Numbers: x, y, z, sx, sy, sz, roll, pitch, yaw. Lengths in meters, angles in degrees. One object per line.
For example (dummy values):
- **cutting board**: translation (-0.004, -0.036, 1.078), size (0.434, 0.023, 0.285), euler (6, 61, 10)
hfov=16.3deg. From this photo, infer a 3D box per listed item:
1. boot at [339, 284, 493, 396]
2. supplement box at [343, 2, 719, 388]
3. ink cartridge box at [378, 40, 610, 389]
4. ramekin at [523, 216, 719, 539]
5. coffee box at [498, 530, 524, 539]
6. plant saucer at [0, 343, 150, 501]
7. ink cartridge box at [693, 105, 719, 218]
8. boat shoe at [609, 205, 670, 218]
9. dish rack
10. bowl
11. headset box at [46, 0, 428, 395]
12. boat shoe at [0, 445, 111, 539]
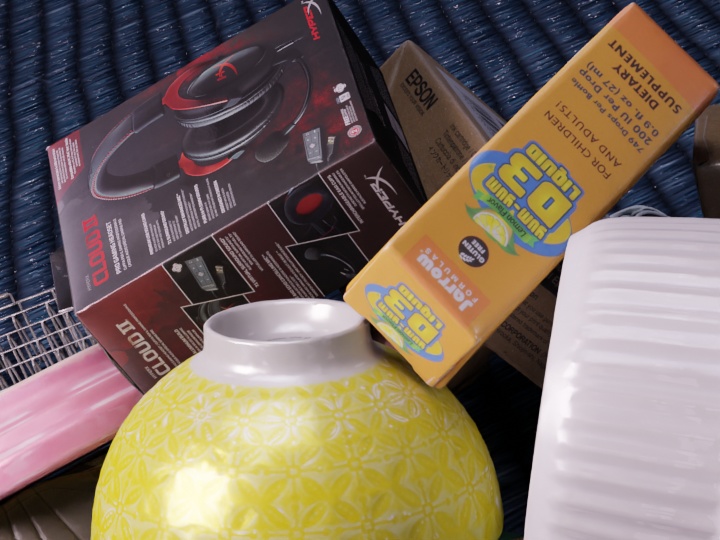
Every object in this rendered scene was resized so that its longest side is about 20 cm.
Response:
- **boot**: translation (0.000, 0.000, 1.370), size (0.072, 0.167, 0.200), euler (-40, -7, 5)
- **supplement box**: translation (0.083, -0.037, 1.190), size (0.200, 0.067, 0.069), euler (-45, -1, -27)
- **ink cartridge box**: translation (0.084, -0.016, 1.353), size (0.075, 0.164, 0.200), euler (-47, 35, 11)
- **ramekin**: translation (0.133, 0.069, 1.116), size (0.104, 0.201, 0.200), euler (8, 26, 6)
- **coffee box**: translation (-0.013, 0.146, 1.221), size (0.122, 0.044, 0.199), euler (-14, 19, -40)
- **plant saucer**: translation (-0.183, 0.091, 1.361), size (0.200, 0.051, 0.201), euler (-28, -1, 0)
- **ink cartridge box**: translation (0.279, -0.010, 1.266), size (0.199, 0.166, 0.075), euler (-8, 27, 14)
- **boat shoe**: translation (0.172, -0.004, 1.452), size (0.070, 0.072, 0.200), euler (-29, 27, -33)
- **dish rack**: translation (-0.176, 0.048, 1.517), size (0.199, 0.055, 0.154), euler (-21, 23, 8)
- **bowl**: translation (-0.033, 0.075, 1.194), size (0.199, 0.109, 0.200), euler (-3, 15, 1)
- **headset box**: translation (-0.074, -0.038, 1.311), size (0.199, 0.075, 0.149), euler (-29, 39, 10)
- **boat shoe**: translation (-0.129, 0.130, 1.335), size (0.200, 0.072, 0.066), euler (-32, -5, -10)
